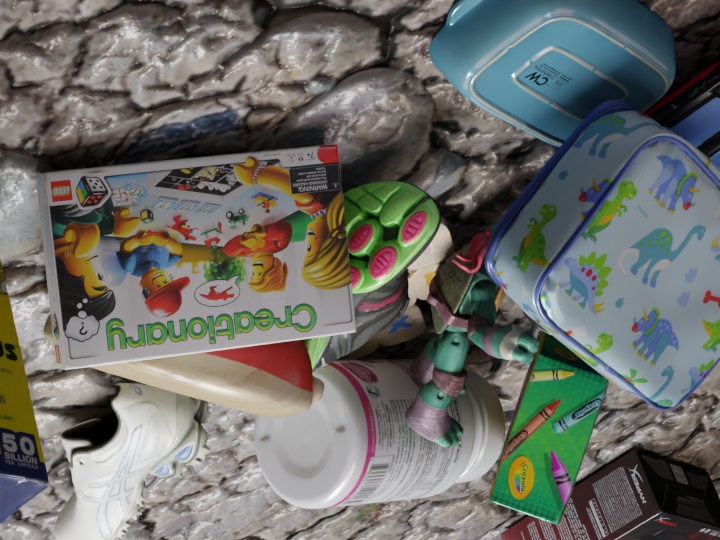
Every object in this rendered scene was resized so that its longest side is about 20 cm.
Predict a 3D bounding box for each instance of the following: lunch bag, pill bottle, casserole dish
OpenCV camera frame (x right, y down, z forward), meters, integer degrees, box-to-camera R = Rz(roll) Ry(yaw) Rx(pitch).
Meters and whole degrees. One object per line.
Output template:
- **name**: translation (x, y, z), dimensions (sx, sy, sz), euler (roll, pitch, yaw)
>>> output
- **lunch bag**: translation (0.191, -0.010, 1.279), dimensions (0.200, 0.082, 0.161), euler (36, 93, -40)
- **pill bottle**: translation (0.020, 0.128, 1.509), dimensions (0.199, 0.114, 0.113), euler (3, 145, -49)
- **casserole dish**: translation (0.134, -0.135, 1.244), dimensions (0.121, 0.039, 0.200), euler (-36, 144, 26)

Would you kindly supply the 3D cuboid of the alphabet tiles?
- **alphabet tiles**: translation (-0.022, 0.019, 1.425), dimensions (0.199, 0.015, 0.196), euler (-20, 149, 2)

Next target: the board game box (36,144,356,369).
- **board game box**: translation (-0.105, -0.011, 1.233), dimensions (0.199, 0.127, 0.035), euler (-7, -177, -19)

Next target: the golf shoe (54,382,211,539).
- **golf shoe**: translation (-0.206, 0.152, 1.502), dimensions (0.097, 0.079, 0.200), euler (25, 124, -27)

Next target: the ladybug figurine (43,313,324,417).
- **ladybug figurine**: translation (-0.119, 0.048, 1.313), dimensions (0.199, 0.072, 0.136), euler (17, 178, -5)

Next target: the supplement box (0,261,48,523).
- **supplement box**: translation (-0.284, 0.064, 1.173), dimensions (0.109, 0.201, 0.109), euler (-37, 145, 28)

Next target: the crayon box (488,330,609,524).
- **crayon box**: translation (0.150, 0.109, 1.459), dimensions (0.058, 0.119, 0.200), euler (19, -170, 5)

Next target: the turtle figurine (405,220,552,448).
- **turtle figurine**: translation (0.096, 0.029, 1.406), dimensions (0.200, 0.100, 0.150), euler (-60, 174, 34)

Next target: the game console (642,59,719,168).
- **game console**: translation (0.252, -0.054, 1.347), dimensions (0.200, 0.119, 0.172), euler (-36, 163, 25)

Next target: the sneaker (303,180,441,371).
- **sneaker**: translation (0.000, 0.000, 1.340), dimensions (0.083, 0.077, 0.200), euler (-14, 157, -41)

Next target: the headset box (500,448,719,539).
- **headset box**: translation (0.252, 0.271, 1.913), dimensions (0.200, 0.075, 0.148), euler (-36, 146, 26)
